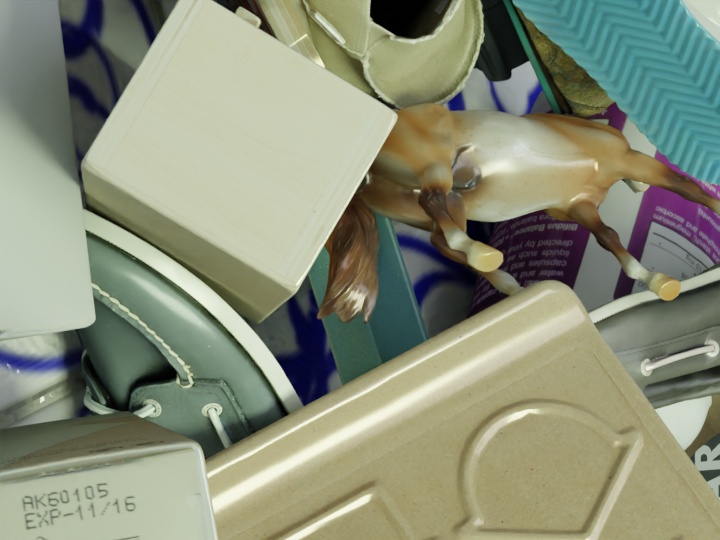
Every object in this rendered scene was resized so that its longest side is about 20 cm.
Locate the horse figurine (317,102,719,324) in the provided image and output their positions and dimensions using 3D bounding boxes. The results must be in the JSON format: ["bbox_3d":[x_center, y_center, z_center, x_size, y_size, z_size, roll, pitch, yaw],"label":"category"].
[{"bbox_3d":[0.057,-0.029,1.028,0.200,0.133,0.050,-8,124,-33],"label":"horse figurine"}]

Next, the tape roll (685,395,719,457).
[{"bbox_3d":[0.166,0.091,1.151,0.037,0.202,0.203,50,47,-38],"label":"tape roll"}]

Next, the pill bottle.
[{"bbox_3d":[0.105,0.017,1.155,0.112,0.112,0.200,49,48,-38],"label":"pill bottle"}]

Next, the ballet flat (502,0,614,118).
[{"bbox_3d":[0.072,-0.142,1.084,0.200,0.071,0.071,54,44,-42],"label":"ballet flat"}]

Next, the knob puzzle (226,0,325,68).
[{"bbox_3d":[-0.062,-0.121,0.939,0.220,0.030,0.220,59,-3,5],"label":"knob puzzle"}]

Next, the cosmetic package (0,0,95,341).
[{"bbox_3d":[-0.156,-0.072,0.834,0.113,0.081,0.201,-2,87,-54],"label":"cosmetic package"}]

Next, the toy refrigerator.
[{"bbox_3d":[-0.043,-0.035,0.879,0.076,0.200,0.070,31,85,-2],"label":"toy refrigerator"}]

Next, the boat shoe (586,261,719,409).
[{"bbox_3d":[0.114,0.039,1.044,0.200,0.067,0.057,-21,80,-35],"label":"boat shoe"}]

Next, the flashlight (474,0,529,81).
[{"bbox_3d":[0.028,-0.169,1.125,0.200,0.068,0.068,61,-1,-33],"label":"flashlight"}]

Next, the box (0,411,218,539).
[{"bbox_3d":[-0.089,0.096,0.799,0.077,0.200,0.095,-10,93,-10],"label":"box"}]

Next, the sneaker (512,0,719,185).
[{"bbox_3d":[0.108,-0.125,1.040,0.200,0.076,0.081,51,36,-30],"label":"sneaker"}]

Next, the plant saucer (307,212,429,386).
[{"bbox_3d":[0.000,0.000,1.036,0.070,0.019,0.201,15,54,-64],"label":"plant saucer"}]

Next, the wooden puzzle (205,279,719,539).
[{"bbox_3d":[0.048,0.127,0.924,0.185,0.046,0.200,-27,73,-18],"label":"wooden puzzle"}]

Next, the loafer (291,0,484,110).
[{"bbox_3d":[0.011,-0.107,0.987,0.076,0.068,0.200,-60,155,-8],"label":"loafer"}]

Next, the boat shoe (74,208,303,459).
[{"bbox_3d":[-0.063,0.052,0.948,0.062,0.073,0.200,-52,132,-16],"label":"boat shoe"}]

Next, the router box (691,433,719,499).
[{"bbox_3d":[0.214,0.144,1.335,0.157,0.052,0.201,13,73,-53],"label":"router box"}]
